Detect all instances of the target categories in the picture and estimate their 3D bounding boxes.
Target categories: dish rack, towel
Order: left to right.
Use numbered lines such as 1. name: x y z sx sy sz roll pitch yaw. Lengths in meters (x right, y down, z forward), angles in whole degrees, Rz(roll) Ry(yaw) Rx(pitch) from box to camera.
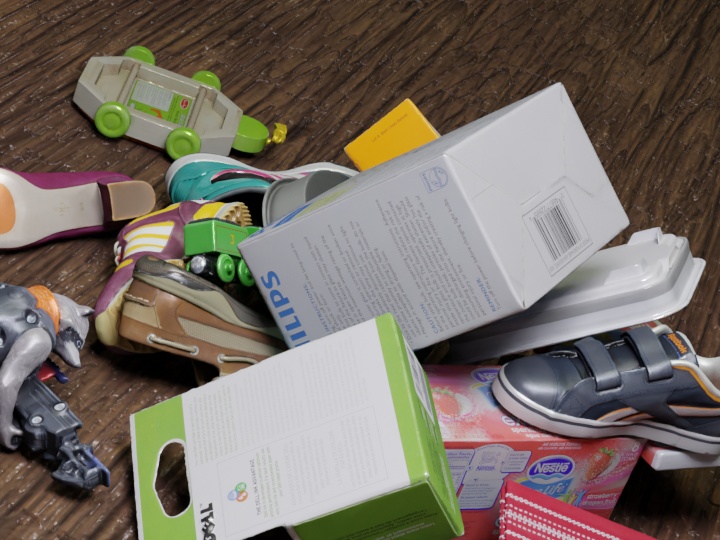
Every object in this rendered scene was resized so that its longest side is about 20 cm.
1. dish rack: 0.164 0.016 1.495 0.199 0.044 0.172 -14 10 20
2. towel: 0.155 0.224 1.267 0.144 0.023 0.200 22 28 -5

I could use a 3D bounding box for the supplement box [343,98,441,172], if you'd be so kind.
1. supplement box: 0.071 -0.056 1.640 0.126 0.073 0.200 54 6 18

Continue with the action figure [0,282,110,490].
1. action figure: -0.249 0.069 1.266 0.200 0.105 0.193 33 38 28

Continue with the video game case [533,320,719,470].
1. video game case: 0.234 0.094 1.512 0.143 0.017 0.200 0 29 -32

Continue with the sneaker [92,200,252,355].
1. sneaker: -0.165 0.005 1.493 0.090 0.075 0.200 4 26 29

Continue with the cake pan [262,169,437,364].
1. cake pan: 0.000 0.000 1.549 0.200 0.037 0.201 42 27 -27

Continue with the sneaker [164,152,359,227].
1. sneaker: -0.063 -0.048 1.634 0.199 0.084 0.121 4 26 -17

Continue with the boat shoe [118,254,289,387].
1. boat shoe: -0.099 0.060 1.429 0.200 0.074 0.076 29 -7 -28

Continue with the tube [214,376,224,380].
1. tube: -0.017 0.107 1.420 0.200 0.051 0.077 4 -8 -32

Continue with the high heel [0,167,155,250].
1. high heel: -0.271 -0.054 1.543 0.199 0.068 0.096 -10 4 -25

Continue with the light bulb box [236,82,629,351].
1. light bulb box: 0.056 -0.026 1.397 0.198 0.200 0.125 -33 98 -53

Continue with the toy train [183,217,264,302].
1. toy train: -0.077 -0.006 1.519 0.042 0.057 0.200 -9 -11 28

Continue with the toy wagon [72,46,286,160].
1. toy wagon: -0.169 -0.147 1.793 0.199 0.040 0.155 20 27 -6

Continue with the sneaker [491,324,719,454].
1. sneaker: 0.195 0.077 1.389 0.199 0.080 0.078 9 30 -24

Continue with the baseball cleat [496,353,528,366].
1. baseball cleat: 0.183 0.100 1.572 0.200 0.070 0.106 10 15 -39

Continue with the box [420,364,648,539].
1. box: 0.097 0.135 1.403 0.200 0.103 0.095 2 33 -33

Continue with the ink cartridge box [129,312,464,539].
1. ink cartridge box: -0.047 0.134 1.276 0.200 0.076 0.148 -21 45 9
